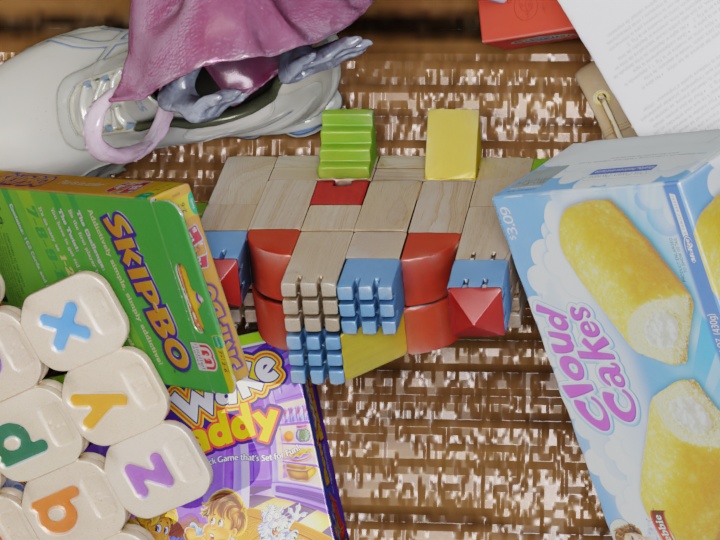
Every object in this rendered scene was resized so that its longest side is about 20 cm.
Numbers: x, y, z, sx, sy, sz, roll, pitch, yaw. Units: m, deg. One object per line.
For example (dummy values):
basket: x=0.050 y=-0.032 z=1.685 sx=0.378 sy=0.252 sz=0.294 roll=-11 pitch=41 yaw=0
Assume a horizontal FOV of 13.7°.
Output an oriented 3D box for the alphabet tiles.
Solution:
alphabet tiles: x=-0.172 y=0.084 z=1.413 sx=0.195 sy=0.015 sz=0.200 roll=-25 pitch=101 yaw=24

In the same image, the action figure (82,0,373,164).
action figure: x=-0.080 y=-0.170 z=1.368 sx=0.149 sy=0.134 sz=0.200 roll=-29 pitch=85 yaw=28

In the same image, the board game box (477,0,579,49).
board game box: x=0.123 y=-0.216 z=1.428 sx=0.153 sy=0.040 sz=0.201 roll=-8 pitch=87 yaw=24

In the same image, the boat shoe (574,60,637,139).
boat shoe: x=0.148 y=-0.012 z=1.425 sx=0.069 sy=0.074 sz=0.201 roll=-14 pitch=77 yaw=10

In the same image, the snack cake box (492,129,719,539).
snack cake box: x=0.148 y=0.042 z=1.330 sx=0.115 sy=0.067 sz=0.200 roll=-4 pitch=112 yaw=47

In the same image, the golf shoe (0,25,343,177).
golf shoe: x=-0.110 y=-0.088 z=1.450 sx=0.199 sy=0.097 sz=0.079 roll=-13 pitch=88 yaw=10

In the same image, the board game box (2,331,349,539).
board game box: x=-0.113 y=0.113 z=1.469 sx=0.199 sy=0.045 sz=0.135 roll=-13 pitch=86 yaw=8

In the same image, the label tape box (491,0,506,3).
label tape box: x=0.082 y=-0.217 z=1.344 sx=0.200 sy=0.143 sz=0.066 roll=-46 pitch=72 yaw=17

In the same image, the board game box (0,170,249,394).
board game box: x=-0.119 y=0.003 z=1.403 sx=0.030 sy=0.200 sz=0.096 roll=-26 pitch=109 yaw=-29

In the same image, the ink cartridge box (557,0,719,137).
ink cartridge box: x=0.174 y=-0.092 z=1.351 sx=0.109 sy=0.050 sz=0.200 roll=-35 pitch=79 yaw=31

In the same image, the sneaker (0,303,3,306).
sneaker: x=-0.245 y=-0.011 z=1.484 sx=0.073 sy=0.077 sz=0.200 roll=-40 pitch=66 yaw=-1

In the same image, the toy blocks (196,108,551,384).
toy blocks: x=0.000 y=0.000 z=1.394 sx=0.199 sy=0.137 sz=0.100 roll=1 pitch=120 yaw=11
